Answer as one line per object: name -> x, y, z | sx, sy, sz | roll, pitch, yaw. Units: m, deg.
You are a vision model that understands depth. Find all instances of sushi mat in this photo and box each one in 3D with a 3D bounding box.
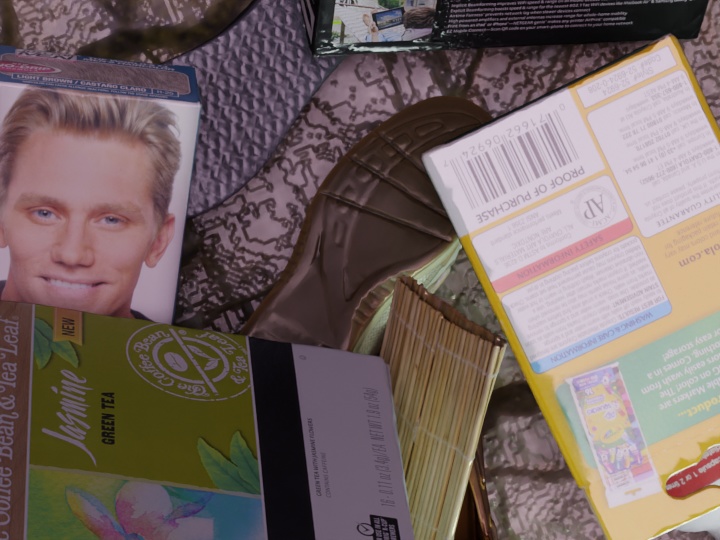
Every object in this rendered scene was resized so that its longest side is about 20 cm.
sushi mat -> 0.021, 0.110, 1.084 | 0.012, 0.096, 0.200 | 2, 111, -32

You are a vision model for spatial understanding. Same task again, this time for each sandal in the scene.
sandal -> -0.059, -0.094, 1.143 | 0.200, 0.043, 0.076 | -42, 98, -10

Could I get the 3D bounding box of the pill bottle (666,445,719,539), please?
pill bottle -> 0.164, 0.053, 1.108 | 0.112, 0.112, 0.200 | -35, 91, -1

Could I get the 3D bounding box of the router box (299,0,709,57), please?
router box -> 0.077, -0.174, 1.076 | 0.200, 0.149, 0.051 | -3, 49, -11

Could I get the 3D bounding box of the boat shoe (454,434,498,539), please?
boat shoe -> 0.035, 0.150, 1.127 | 0.072, 0.068, 0.200 | -4, 90, -1

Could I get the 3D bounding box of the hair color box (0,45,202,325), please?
hair color box -> -0.138, 0.000, 1.089 | 0.100, 0.061, 0.200 | 5, 111, -9

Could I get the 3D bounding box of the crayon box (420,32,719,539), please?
crayon box -> 0.126, 0.010, 1.026 | 0.126, 0.052, 0.200 | -25, 91, 6

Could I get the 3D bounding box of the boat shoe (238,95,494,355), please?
boat shoe -> 0.002, 0.002, 1.138 | 0.073, 0.063, 0.201 | 30, 83, 11

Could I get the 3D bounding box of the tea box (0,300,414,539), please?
tea box -> -0.085, 0.133, 1.005 | 0.196, 0.200, 0.134 | 8, 123, -13
